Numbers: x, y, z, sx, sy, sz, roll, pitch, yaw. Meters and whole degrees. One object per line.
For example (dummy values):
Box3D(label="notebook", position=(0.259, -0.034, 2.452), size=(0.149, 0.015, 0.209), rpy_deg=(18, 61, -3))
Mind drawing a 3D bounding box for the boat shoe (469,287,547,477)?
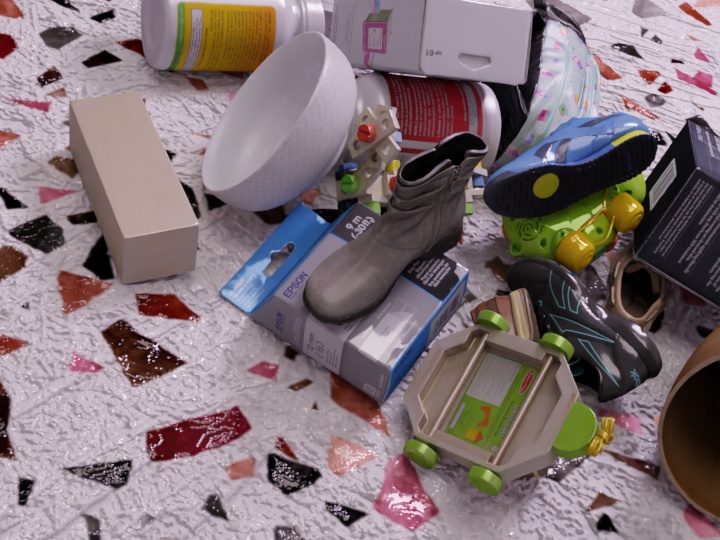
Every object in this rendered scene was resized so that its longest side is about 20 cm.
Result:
Box3D(label="boat shoe", position=(0.142, 0.110, 1.187), size=(0.067, 0.072, 0.202), rpy_deg=(-12, 51, 12))

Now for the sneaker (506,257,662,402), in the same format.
Box3D(label="sneaker", position=(0.210, 0.057, 1.256), size=(0.079, 0.076, 0.200), rpy_deg=(-39, 49, -14))

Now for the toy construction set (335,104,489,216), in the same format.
Box3D(label="toy construction set", position=(0.050, -0.095, 1.280), size=(0.199, 0.130, 0.093), rpy_deg=(23, 65, -45))

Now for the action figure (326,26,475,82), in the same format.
Box3D(label="action figure", position=(0.053, -0.271, 1.523), size=(0.197, 0.069, 0.132), rpy_deg=(13, 73, -10))

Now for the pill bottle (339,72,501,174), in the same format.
Box3D(label="pill bottle", position=(0.048, -0.162, 1.389), size=(0.197, 0.113, 0.113), rpy_deg=(3, 44, -21))

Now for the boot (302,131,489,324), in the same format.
Box3D(label="boot", position=(0.029, -0.046, 1.116), size=(0.199, 0.131, 0.068), rpy_deg=(-35, 64, -29))

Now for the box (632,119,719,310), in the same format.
Box3D(label="box", position=(0.412, -0.044, 1.361), size=(0.195, 0.125, 0.200), rpy_deg=(32, 24, -2))

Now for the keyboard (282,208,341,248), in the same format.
Box3D(label="keyboard", position=(0.000, 0.000, 1.255), size=(0.103, 0.040, 0.201), rpy_deg=(-6, 49, -27))

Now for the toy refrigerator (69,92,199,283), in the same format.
Box3D(label="toy refrigerator", position=(-0.227, -0.083, 1.226), size=(0.075, 0.070, 0.201), rpy_deg=(-12, 50, -23))

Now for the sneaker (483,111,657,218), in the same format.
Box3D(label="sneaker", position=(0.210, -0.115, 1.302), size=(0.198, 0.066, 0.079), rpy_deg=(-21, 43, -12))

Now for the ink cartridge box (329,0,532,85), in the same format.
Box3D(label="ink cartridge box", position=(0.075, -0.257, 1.369), size=(0.143, 0.086, 0.199), rpy_deg=(0, 12, -31))

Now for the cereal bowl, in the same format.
Box3D(label="cereal bowl", position=(-0.072, -0.142, 1.277), size=(0.083, 0.199, 0.202), rpy_deg=(34, 34, -28))

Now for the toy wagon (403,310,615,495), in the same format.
Box3D(label="toy wagon", position=(0.135, 0.125, 1.107), size=(0.198, 0.040, 0.156), rpy_deg=(19, 66, 32))

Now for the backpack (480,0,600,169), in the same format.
Box3D(label="backpack", position=(0.212, -0.196, 1.469), size=(0.125, 0.168, 0.202), rpy_deg=(19, 47, -10))

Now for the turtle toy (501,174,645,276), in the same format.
Box3D(label="turtle toy", position=(0.237, -0.066, 1.362), size=(0.199, 0.102, 0.146), rpy_deg=(-34, 59, -20))

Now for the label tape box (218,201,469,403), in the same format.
Box3D(label="label tape box", position=(-0.017, 0.012, 1.189), size=(0.199, 0.066, 0.143), rpy_deg=(33, 57, 14))

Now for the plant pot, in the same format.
Box3D(label="plant pot", position=(0.391, 0.122, 1.210), size=(0.185, 0.188, 0.200), rpy_deg=(27, 26, 6))

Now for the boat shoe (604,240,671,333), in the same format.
Box3D(label="boat shoe", position=(0.308, 0.016, 1.348), size=(0.071, 0.065, 0.201), rpy_deg=(26, 42, 5))

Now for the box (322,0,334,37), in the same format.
Box3D(label="box", position=(-0.066, -0.330, 1.574), size=(0.197, 0.042, 0.039), rpy_deg=(14, 42, -8))

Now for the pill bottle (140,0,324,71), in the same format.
Box3D(label="pill bottle", position=(-0.147, -0.288, 1.441), size=(0.197, 0.112, 0.112), rpy_deg=(-3, 47, -26))
